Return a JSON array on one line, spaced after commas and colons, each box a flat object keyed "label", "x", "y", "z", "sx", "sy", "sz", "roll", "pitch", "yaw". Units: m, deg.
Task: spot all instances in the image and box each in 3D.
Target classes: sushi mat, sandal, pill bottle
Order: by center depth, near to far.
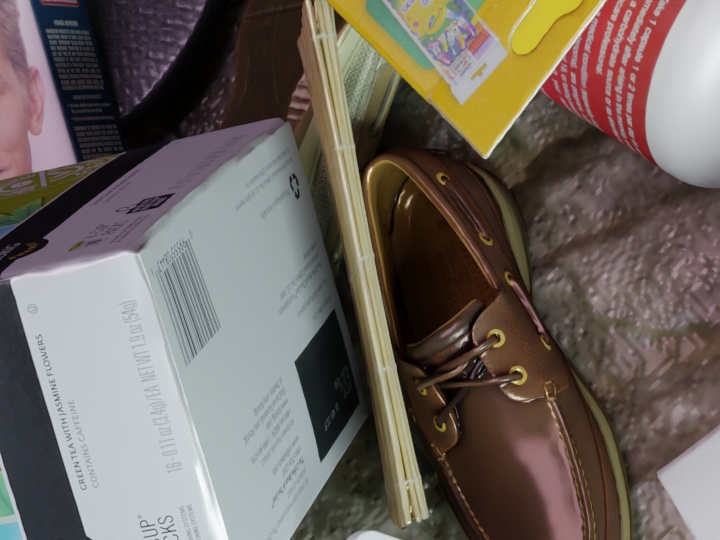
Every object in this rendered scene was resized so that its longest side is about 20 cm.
[{"label": "pill bottle", "x": 0.117, "y": -0.102, "z": 0.855, "sx": 0.200, "sy": 0.112, "sz": 0.112, "roll": 37, "pitch": 97, "yaw": 33}, {"label": "sushi mat", "x": 0.000, "y": 0.000, "z": 0.872, "sx": 0.012, "sy": 0.096, "sz": 0.200, "roll": -11, "pitch": 88, "yaw": -5}, {"label": "sandal", "x": -0.081, "y": -0.136, "z": 1.033, "sx": 0.076, "sy": 0.043, "sz": 0.200, "roll": 30, "pitch": 83, "yaw": 26}]

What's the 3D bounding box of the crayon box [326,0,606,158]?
[{"label": "crayon box", "x": 0.033, "y": -0.144, "z": 0.819, "sx": 0.126, "sy": 0.052, "sz": 0.200, "roll": -53, "pitch": 57, "yaw": 17}]

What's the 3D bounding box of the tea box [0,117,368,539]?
[{"label": "tea box", "x": -0.123, "y": 0.045, "z": 0.841, "sx": 0.196, "sy": 0.200, "sz": 0.134, "roll": -13, "pitch": 102, "yaw": 15}]

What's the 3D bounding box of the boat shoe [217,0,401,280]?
[{"label": "boat shoe", "x": -0.012, "y": -0.076, "z": 0.966, "sx": 0.073, "sy": 0.063, "sz": 0.201, "roll": 5, "pitch": 72, "yaw": 45}]

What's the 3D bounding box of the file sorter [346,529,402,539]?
[{"label": "file sorter", "x": -0.058, "y": 0.175, "z": 0.869, "sx": 0.200, "sy": 0.139, "sz": 0.125, "roll": -8, "pitch": 70, "yaw": 29}]

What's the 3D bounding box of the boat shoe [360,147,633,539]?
[{"label": "boat shoe", "x": 0.044, "y": 0.040, "z": 0.885, "sx": 0.072, "sy": 0.068, "sz": 0.200, "roll": -29, "pitch": 63, "yaw": 21}]

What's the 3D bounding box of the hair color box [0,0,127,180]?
[{"label": "hair color box", "x": -0.153, "y": -0.034, "z": 0.984, "sx": 0.100, "sy": 0.061, "sz": 0.200, "roll": -17, "pitch": 89, "yaw": 18}]

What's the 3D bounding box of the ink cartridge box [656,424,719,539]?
[{"label": "ink cartridge box", "x": 0.215, "y": 0.052, "z": 0.733, "sx": 0.200, "sy": 0.146, "sz": 0.084, "roll": -39, "pitch": 59, "yaw": 15}]
